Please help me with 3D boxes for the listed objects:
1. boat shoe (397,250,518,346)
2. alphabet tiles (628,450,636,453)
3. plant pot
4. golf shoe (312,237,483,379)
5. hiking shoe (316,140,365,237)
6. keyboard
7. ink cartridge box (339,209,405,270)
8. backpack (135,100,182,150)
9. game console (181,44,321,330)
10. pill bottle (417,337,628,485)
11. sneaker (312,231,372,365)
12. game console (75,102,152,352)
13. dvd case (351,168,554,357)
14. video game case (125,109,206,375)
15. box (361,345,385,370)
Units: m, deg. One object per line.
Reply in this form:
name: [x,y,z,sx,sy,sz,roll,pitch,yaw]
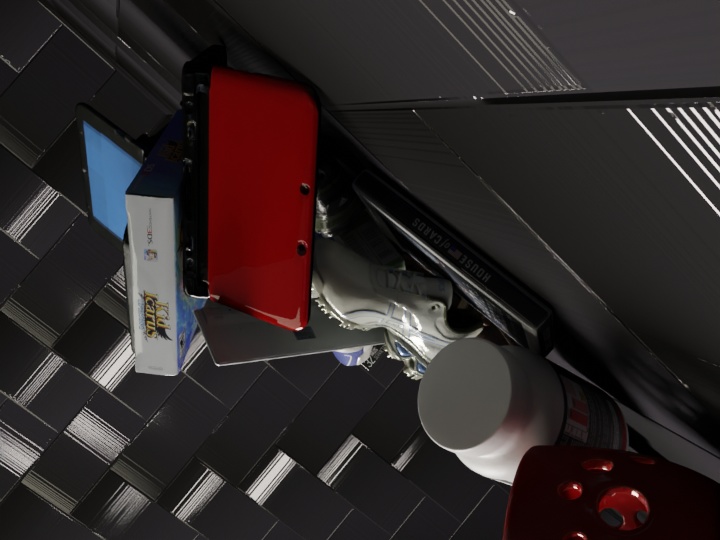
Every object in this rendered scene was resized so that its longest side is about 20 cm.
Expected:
boat shoe: [0.102,0.053,0.946,0.200,0.072,0.072,47,178,9]
alphabet tiles: [0.268,0.208,1.008,0.198,0.006,0.166,16,166,31]
plant pot: [0.207,0.228,0.618,0.181,0.202,0.200,-4,154,26]
golf shoe: [0.032,0.018,0.786,0.200,0.097,0.079,36,-143,-37]
hiking shoe: [-0.073,-0.118,0.831,0.199,0.076,0.101,36,158,35]
keyboard: [-0.055,0.051,0.788,0.199,0.011,0.057,-3,-120,-41]
ink cartridge box: [0.000,0.000,0.950,0.146,0.048,0.201,53,166,29]
backpack: [-0.152,-0.090,1.029,0.150,0.177,0.200,39,170,48]
game console: [-0.089,-0.076,0.742,0.117,0.202,0.173,5,-158,0]
pill bottle: [0.147,0.133,0.774,0.199,0.116,0.116,29,-174,-44]
sneaker: [-0.060,0.039,0.896,0.081,0.115,0.200,52,166,35]
game console: [-0.262,-0.041,0.917,0.117,0.172,0.201,10,140,-2]
dvd case: [0.087,-0.002,0.772,0.200,0.025,0.150,41,178,20]
video game case: [-0.174,-0.033,0.835,0.045,0.183,0.201,4,-149,0]
box: [-0.023,0.028,1.356,0.200,0.149,0.124,42,178,-12]
